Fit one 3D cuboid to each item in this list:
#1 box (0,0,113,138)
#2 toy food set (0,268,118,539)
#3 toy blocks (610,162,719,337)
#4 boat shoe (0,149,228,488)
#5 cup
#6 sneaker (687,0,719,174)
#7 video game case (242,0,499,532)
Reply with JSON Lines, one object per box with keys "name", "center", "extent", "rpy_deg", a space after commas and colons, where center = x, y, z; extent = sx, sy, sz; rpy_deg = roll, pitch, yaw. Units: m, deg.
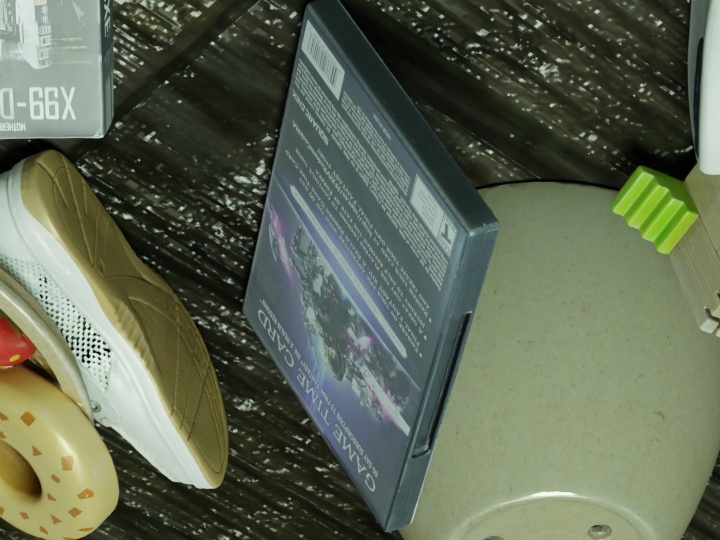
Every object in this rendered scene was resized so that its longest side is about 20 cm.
{"name": "box", "center": [-0.197, -0.132, 1.182], "extent": [0.198, 0.050, 0.159], "rpy_deg": [-1, 107, -1]}
{"name": "toy food set", "center": [-0.210, 0.046, 1.381], "extent": [0.197, 0.049, 0.201], "rpy_deg": [0, 136, 36]}
{"name": "toy blocks", "center": [0.219, 0.025, 1.337], "extent": [0.199, 0.137, 0.100], "rpy_deg": [20, 123, -29]}
{"name": "boat shoe", "center": [-0.127, 0.029, 1.402], "extent": [0.069, 0.071, 0.201], "rpy_deg": [-18, 126, 18]}
{"name": "cup", "center": [0.085, 0.079, 1.405], "extent": [0.199, 0.144, 0.201], "rpy_deg": [-1, 138, -1]}
{"name": "sneaker", "center": [0.194, -0.120, 1.252], "extent": [0.111, 0.073, 0.200], "rpy_deg": [-6, 146, 0]}
{"name": "video game case", "center": [0.000, 0.000, 1.324], "extent": [0.019, 0.143, 0.201], "rpy_deg": [-17, 144, -25]}
